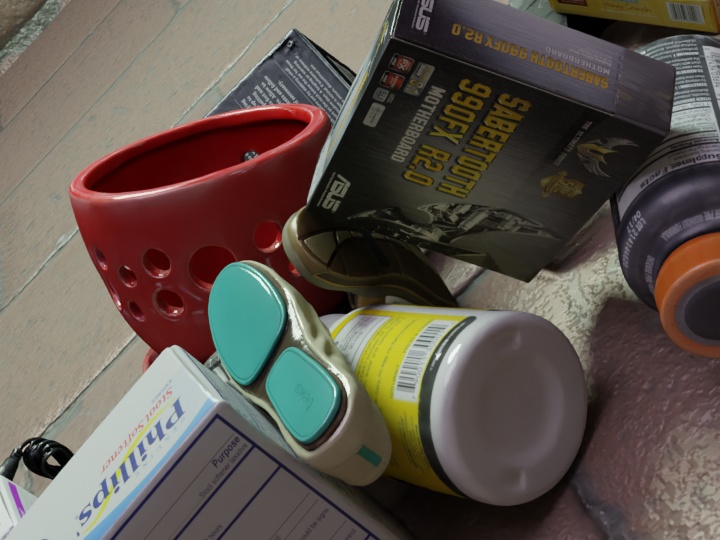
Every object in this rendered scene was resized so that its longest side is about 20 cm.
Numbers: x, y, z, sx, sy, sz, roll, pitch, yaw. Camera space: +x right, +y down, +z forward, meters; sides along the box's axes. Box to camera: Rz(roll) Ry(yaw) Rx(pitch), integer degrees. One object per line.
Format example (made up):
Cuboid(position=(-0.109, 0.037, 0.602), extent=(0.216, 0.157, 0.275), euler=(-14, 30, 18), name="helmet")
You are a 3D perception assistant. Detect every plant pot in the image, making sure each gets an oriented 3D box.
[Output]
Cuboid(position=(-0.096, -0.012, 0.982), extent=(0.199, 0.183, 0.201), euler=(-15, 21, 6), name="plant pot")

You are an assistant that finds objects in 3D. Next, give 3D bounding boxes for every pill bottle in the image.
Cuboid(position=(0.197, -0.042, 0.754), extent=(0.106, 0.106, 0.201), euler=(-32, 32, 28), name="pill bottle")
Cuboid(position=(0.037, 0.078, 0.823), extent=(0.200, 0.114, 0.115), euler=(2, 55, 56), name="pill bottle")

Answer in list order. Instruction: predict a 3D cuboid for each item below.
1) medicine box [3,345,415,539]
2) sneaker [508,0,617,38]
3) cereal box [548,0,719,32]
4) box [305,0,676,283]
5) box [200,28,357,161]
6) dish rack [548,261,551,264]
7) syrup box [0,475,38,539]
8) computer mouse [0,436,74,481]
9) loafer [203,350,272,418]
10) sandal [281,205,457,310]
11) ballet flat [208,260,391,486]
Cuboid(position=(-0.088, 0.181, 0.776), extent=(0.182, 0.200, 0.103), euler=(-50, 27, -3), name="medicine box")
Cuboid(position=(0.135, -0.161, 1.040), extent=(0.091, 0.076, 0.200), euler=(22, 76, 51), name="sneaker")
Cuboid(position=(0.247, -0.277, 1.006), extent=(0.143, 0.040, 0.200), euler=(17, 65, 36), name="cereal box")
Cuboid(position=(0.067, -0.073, 0.761), extent=(0.200, 0.158, 0.049), euler=(124, 162, -61), name="box")
Cuboid(position=(-0.074, -0.095, 1.147), extent=(0.200, 0.104, 0.148), euler=(-44, -14, 10), name="box")
Cuboid(position=(0.078, -0.081, 0.955), extent=(0.200, 0.054, 0.154), euler=(19, 111, 60), name="dish rack")
Cuboid(position=(-0.182, 0.227, 0.855), extent=(0.079, 0.200, 0.081), euler=(-50, 27, -2), name="syrup box")
Cuboid(position=(-0.246, 0.230, 1.014), extent=(0.046, 0.140, 0.201), euler=(-10, 46, 40), name="computer mouse")
Cuboid(position=(-0.079, 0.137, 0.880), extent=(0.075, 0.069, 0.201), euler=(38, 123, 46), name="loafer")
Cuboid(position=(0.000, 0.000, 0.901), extent=(0.054, 0.200, 0.081), euler=(-39, 67, 22), name="sandal")
Cuboid(position=(-0.035, 0.060, 0.774), extent=(0.069, 0.069, 0.200), euler=(-45, 35, 5), name="ballet flat")
